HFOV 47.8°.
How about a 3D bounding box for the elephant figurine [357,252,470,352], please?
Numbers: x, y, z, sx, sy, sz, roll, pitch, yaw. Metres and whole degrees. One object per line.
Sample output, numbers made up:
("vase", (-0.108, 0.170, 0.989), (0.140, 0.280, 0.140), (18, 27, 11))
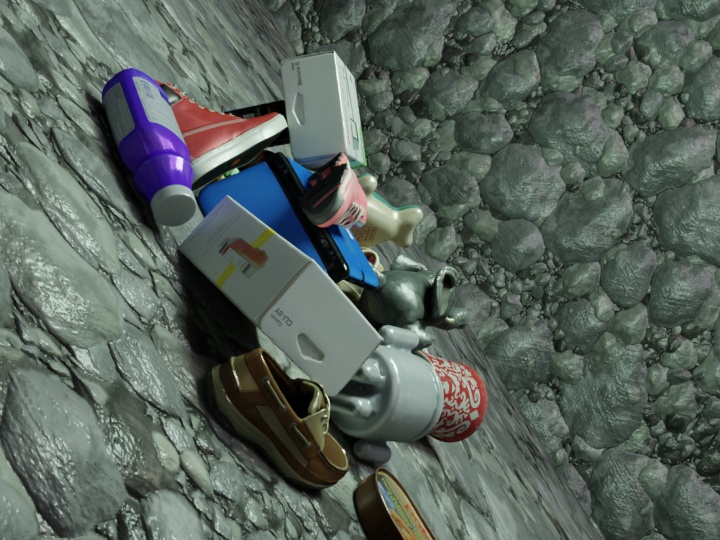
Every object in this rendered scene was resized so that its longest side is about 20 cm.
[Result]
("elephant figurine", (0.088, 0.039, 1.211), (0.142, 0.156, 0.199), (45, 52, 13))

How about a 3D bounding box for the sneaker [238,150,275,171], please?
("sneaker", (-0.149, -0.144, 1.251), (0.083, 0.076, 0.200), (28, -13, -3))

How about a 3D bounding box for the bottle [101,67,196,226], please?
("bottle", (-0.230, -0.135, 0.898), (0.083, 0.065, 0.202), (40, 18, -55))

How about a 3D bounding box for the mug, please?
("mug", (0.092, 0.199, 1.312), (0.199, 0.174, 0.136), (31, 62, -58))

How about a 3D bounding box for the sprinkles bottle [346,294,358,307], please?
("sprinkles bottle", (-0.061, -0.011, 1.306), (0.202, 0.068, 0.068), (55, 10, -5))

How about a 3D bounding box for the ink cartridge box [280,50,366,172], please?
("ink cartridge box", (-0.051, -0.228, 1.212), (0.200, 0.082, 0.149), (-21, 103, -82))

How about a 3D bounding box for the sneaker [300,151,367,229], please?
("sneaker", (-0.019, -0.088, 1.027), (0.087, 0.073, 0.201), (51, 15, -15))

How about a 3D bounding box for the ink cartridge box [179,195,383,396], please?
("ink cartridge box", (-0.085, 0.023, 0.852), (0.199, 0.084, 0.145), (36, -10, 50))

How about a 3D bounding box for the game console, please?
("game console", (-0.092, -0.040, 1.067), (0.202, 0.118, 0.170), (60, 16, 22))

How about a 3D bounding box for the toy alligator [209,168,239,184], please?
("toy alligator", (-0.192, -0.137, 1.149), (0.054, 0.060, 0.201), (0, -46, 47))

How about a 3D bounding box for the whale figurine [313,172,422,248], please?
("whale figurine", (-0.008, -0.091, 1.240), (0.196, 0.161, 0.105), (6, 41, -15))

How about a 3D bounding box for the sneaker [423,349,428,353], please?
("sneaker", (0.077, 0.132, 1.488), (0.140, 0.077, 0.203), (-116, -175, -60))

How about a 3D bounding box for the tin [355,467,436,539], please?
("tin", (0.060, 0.319, 0.911), (0.202, 0.042, 0.112), (58, 14, 10))

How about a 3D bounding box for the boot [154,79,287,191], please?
("boot", (-0.195, -0.202, 1.061), (0.145, 0.072, 0.199), (53, 45, 2))

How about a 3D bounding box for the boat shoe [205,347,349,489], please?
("boat shoe", (-0.063, 0.143, 0.774), (0.200, 0.073, 0.076), (47, 13, -42))

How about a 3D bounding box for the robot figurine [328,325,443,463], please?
("robot figurine", (0.032, 0.156, 1.022), (0.112, 0.173, 0.199), (14, -4, 37))

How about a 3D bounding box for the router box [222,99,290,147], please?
("router box", (-0.161, -0.216, 1.244), (0.200, 0.146, 0.052), (-44, 124, -81))

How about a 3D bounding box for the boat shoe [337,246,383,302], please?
("boat shoe", (0.000, 0.000, 1.213), (0.074, 0.069, 0.200), (53, 11, 23))
